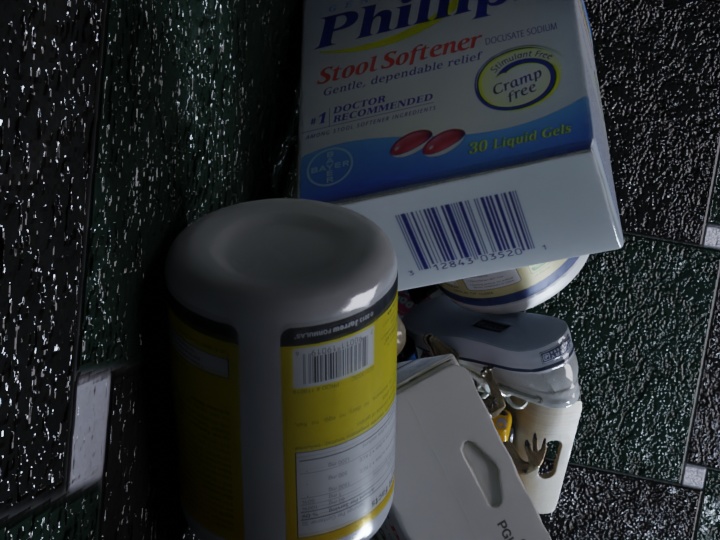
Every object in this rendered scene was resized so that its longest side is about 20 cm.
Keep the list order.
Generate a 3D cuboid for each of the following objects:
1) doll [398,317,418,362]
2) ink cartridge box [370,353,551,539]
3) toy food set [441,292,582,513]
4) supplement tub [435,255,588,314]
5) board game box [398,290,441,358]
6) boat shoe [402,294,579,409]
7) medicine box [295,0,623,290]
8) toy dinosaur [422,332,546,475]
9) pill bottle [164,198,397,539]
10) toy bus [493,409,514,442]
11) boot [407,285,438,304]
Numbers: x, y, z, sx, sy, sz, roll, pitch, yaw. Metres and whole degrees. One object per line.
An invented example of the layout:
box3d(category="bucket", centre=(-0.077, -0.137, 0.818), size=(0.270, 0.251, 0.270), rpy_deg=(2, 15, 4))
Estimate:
box3d(category="doll", centre=(0.021, 0.070, 1.169), size=(0.048, 0.137, 0.200), rpy_deg=(-41, 167, -10))
box3d(category="ink cartridge box", centre=(0.035, 0.142, 0.960), size=(0.148, 0.082, 0.200), rpy_deg=(63, -14, 0))
box3d(category="toy food set", centre=(0.126, 0.097, 1.276), size=(0.145, 0.060, 0.201), rpy_deg=(96, -27, -42))
box3d(category="supplement tub", centre=(0.087, -0.079, 1.092), size=(0.201, 0.143, 0.146), rpy_deg=(58, 33, -42))
box3d(category="board game box", centre=(0.055, 0.043, 1.396), size=(0.148, 0.064, 0.202), rpy_deg=(76, 33, -66))
box3d(category="boat shoe", centre=(0.108, 0.074, 1.148), size=(0.201, 0.074, 0.087), rpy_deg=(11, -54, 56))
box3d(category="medicine box", centre=(0.060, -0.102, 0.911), size=(0.103, 0.180, 0.202), rpy_deg=(63, 20, -49))
box3d(category="toy dinosaur", centre=(0.092, 0.145, 1.090), size=(0.101, 0.058, 0.203), rpy_deg=(168, -84, -65))
box3d(category="pill bottle", centre=(-0.037, 0.075, 0.715), size=(0.112, 0.111, 0.202), rpy_deg=(-71, 164, -60))
box3d(category="toy bus", centre=(0.087, 0.207, 1.226), size=(0.079, 0.064, 0.202), rpy_deg=(-64, 160, -50))
box3d(category="boot", centre=(0.084, -0.054, 1.261), size=(0.077, 0.198, 0.169), rpy_deg=(56, 26, -30))
